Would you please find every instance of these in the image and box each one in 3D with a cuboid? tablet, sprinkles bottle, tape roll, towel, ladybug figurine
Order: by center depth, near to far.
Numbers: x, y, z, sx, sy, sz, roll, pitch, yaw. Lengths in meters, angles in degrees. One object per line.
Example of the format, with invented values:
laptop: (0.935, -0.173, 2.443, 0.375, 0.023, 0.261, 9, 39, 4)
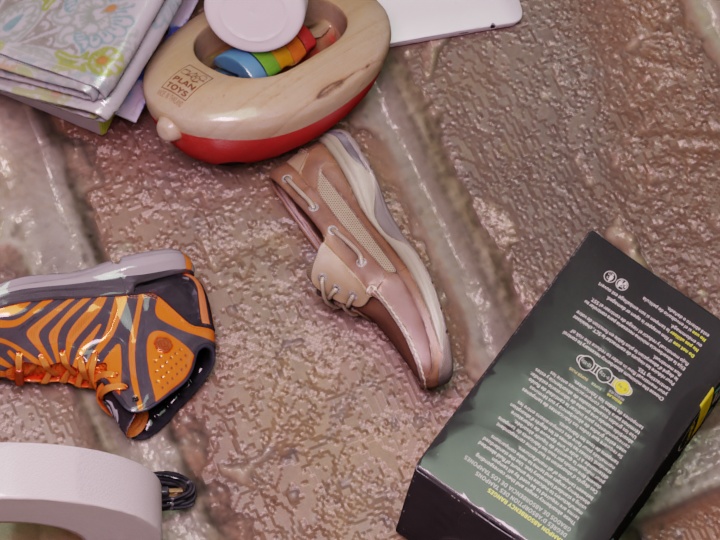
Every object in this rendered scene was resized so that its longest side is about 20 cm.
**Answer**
tape roll: (-0.222, 0.151, 1.539, 0.203, 0.203, 0.037, -2, 69, -5)
towel: (-0.196, -0.202, 1.685, 0.171, 0.048, 0.200, 18, 67, 22)
ladybug figurine: (-0.064, -0.130, 1.710, 0.200, 0.072, 0.136, -31, 47, -33)
sprinkles bottle: (-0.062, -0.231, 1.725, 0.068, 0.068, 0.200, 9, 38, -1)
tablet: (0.033, -0.257, 1.819, 0.130, 0.014, 0.200, -11, 70, -9)

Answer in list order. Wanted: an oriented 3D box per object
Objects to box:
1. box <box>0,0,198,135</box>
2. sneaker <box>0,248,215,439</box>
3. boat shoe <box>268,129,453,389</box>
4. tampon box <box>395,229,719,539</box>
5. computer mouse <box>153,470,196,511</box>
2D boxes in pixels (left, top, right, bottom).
box: (-0.223, -0.180, 1.749, 0.200, 0.048, 0.122, 23, 69, 4)
sneaker: (-0.189, 0.061, 1.643, 0.200, 0.078, 0.112, -16, 70, -10)
boat shoe: (0.000, 0.000, 1.689, 0.072, 0.076, 0.200, -24, 63, -9)
tampon box: (0.134, 0.108, 1.610, 0.126, 0.150, 0.200, 35, 70, 10)
computer mouse: (-0.207, 0.147, 1.632, 0.200, 0.059, 0.034, 5, 111, -7)
